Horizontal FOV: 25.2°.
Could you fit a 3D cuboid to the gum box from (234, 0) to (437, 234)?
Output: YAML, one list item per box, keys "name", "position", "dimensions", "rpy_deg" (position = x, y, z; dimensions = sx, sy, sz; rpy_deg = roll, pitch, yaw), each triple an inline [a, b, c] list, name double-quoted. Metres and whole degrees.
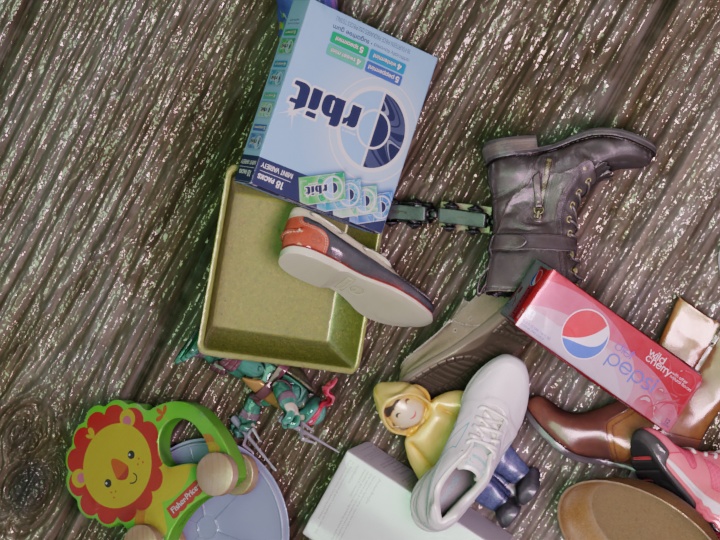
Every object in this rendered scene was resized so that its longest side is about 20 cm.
- name: "gum box"
  position: [-0.024, -0.161, 1.696]
  dimensions: [0.044, 0.169, 0.202]
  rpy_deg: [12, 83, 59]

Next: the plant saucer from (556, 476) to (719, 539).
- name: "plant saucer"
  position: [0.295, 0.275, 1.638]
  dimensions: [0.199, 0.035, 0.201]
  rpy_deg: [27, 144, 21]

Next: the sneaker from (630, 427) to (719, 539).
- name: "sneaker"
  position: [0.354, 0.210, 1.629]
  dimensions: [0.200, 0.074, 0.087]
  rpy_deg: [42, 74, -16]

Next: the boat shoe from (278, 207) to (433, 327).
- name: "boat shoe"
  position: [0.000, 0.000, 1.720]
  dimensions: [0.071, 0.199, 0.063]
  rpy_deg: [-33, 38, 46]

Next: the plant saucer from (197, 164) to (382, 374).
- name: "plant saucer"
  position: [-0.081, 0.000, 1.739]
  dimensions: [0.048, 0.198, 0.202]
  rpy_deg: [11, 91, 60]

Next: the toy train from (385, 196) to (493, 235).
- name: "toy train"
  position: [0.117, -0.056, 1.727]
  dimensions: [0.198, 0.046, 0.035]
  rpy_deg: [6, 95, 18]

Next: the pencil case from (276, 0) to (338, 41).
- name: "pencil case"
  position: [-0.053, -0.252, 1.752]
  dimensions: [0.077, 0.087, 0.203]
  rpy_deg: [-6, 91, -20]

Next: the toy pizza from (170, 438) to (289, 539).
- name: "toy pizza"
  position: [-0.168, 0.291, 1.832]
  dimensions: [0.198, 0.032, 0.203]
  rpy_deg: [0, 91, 21]

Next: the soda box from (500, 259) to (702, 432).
- name: "soda box"
  position: [0.239, 0.075, 1.593]
  dimensions: [0.199, 0.063, 0.070]
  rpy_deg: [34, 92, -13]

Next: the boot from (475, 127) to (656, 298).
- name: "boot"
  position: [0.212, -0.050, 1.650]
  dimensions: [0.198, 0.069, 0.176]
  rpy_deg: [-4, 75, 3]

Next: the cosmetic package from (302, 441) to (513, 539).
- name: "cosmetic package"
  position: [0.052, 0.287, 1.740]
  dimensions: [0.199, 0.081, 0.114]
  rpy_deg: [33, 101, 12]

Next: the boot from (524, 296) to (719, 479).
- name: "boot"
  position: [0.288, 0.119, 1.667]
  dimensions: [0.187, 0.068, 0.201]
  rpy_deg: [31, 100, 14]

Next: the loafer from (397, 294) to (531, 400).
- name: "loafer"
  position: [0.119, 0.072, 1.719]
  dimensions: [0.199, 0.075, 0.069]
  rpy_deg: [-35, 42, 25]

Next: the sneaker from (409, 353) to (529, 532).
- name: "sneaker"
  position: [0.121, 0.179, 1.635]
  dimensions: [0.070, 0.080, 0.202]
  rpy_deg: [29, 81, -6]

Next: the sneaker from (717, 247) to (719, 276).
- name: "sneaker"
  position: [0.425, 0.049, 1.617]
  dimensions: [0.078, 0.079, 0.201]
  rpy_deg: [-32, 81, 16]

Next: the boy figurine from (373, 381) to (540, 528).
- name: "boy figurine"
  position: [0.100, 0.178, 1.703]
  dimensions: [0.200, 0.064, 0.125]
  rpy_deg: [40, 102, -9]

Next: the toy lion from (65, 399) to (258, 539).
- name: "toy lion"
  position: [-0.238, 0.220, 1.814]
  dimensions: [0.200, 0.069, 0.192]
  rpy_deg: [-43, 69, 16]

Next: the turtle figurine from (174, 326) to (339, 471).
- name: "turtle figurine"
  position: [-0.108, 0.135, 1.777]
  dimensions: [0.199, 0.150, 0.101]
  rpy_deg: [36, 59, -7]
